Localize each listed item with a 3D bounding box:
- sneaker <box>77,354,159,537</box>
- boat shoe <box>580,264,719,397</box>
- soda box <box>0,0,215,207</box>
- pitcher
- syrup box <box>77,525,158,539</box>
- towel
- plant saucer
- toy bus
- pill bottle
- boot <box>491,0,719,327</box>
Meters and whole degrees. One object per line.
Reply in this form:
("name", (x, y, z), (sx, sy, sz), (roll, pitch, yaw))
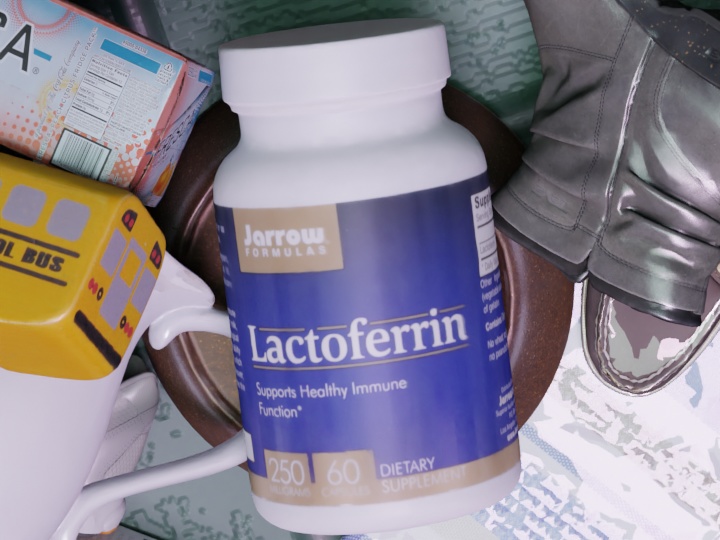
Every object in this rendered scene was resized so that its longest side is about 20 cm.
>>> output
("sneaker", (-0.182, 0.038, 1.300), (0.200, 0.076, 0.092), (26, 99, -10))
("boat shoe", (0.150, -0.035, 1.238), (0.072, 0.060, 0.200), (26, 99, -2))
("soda box", (-0.162, -0.094, 1.163), (0.200, 0.068, 0.064), (25, 92, 6))
("pitcher", (-0.137, 0.063, 1.219), (0.172, 0.121, 0.200), (43, 74, -13))
("syrup box", (-0.157, 0.152, 1.317), (0.199, 0.081, 0.079), (21, 107, 0))
("towel", (0.102, 0.095, 1.309), (0.147, 0.024, 0.200), (37, 104, -3))
("plant saucer", (-0.007, 0.009, 1.278), (0.200, 0.034, 0.201), (2, 101, 10))
("toy bus", (-0.184, -0.014, 1.140), (0.199, 0.065, 0.078), (17, 74, 20))
("pill bottle", (0.000, 0.000, 1.200), (0.115, 0.116, 0.201), (-7, 99, 7))
("boot", (0.084, -0.072, 1.206), (0.200, 0.068, 0.131), (37, 105, 23))
